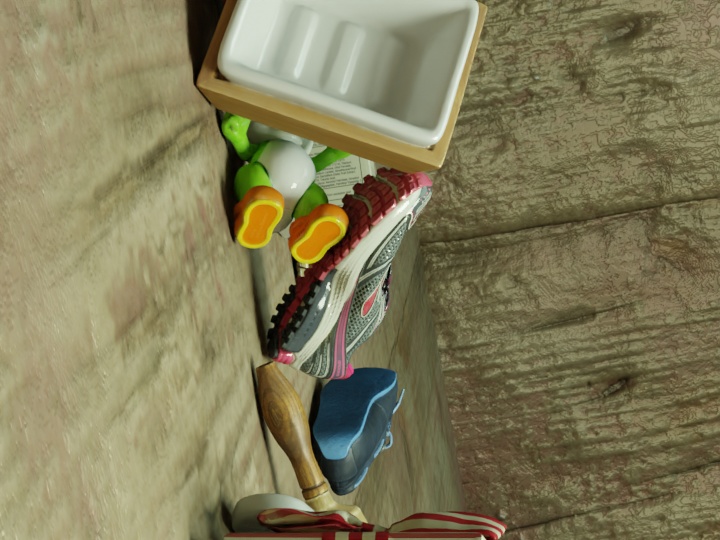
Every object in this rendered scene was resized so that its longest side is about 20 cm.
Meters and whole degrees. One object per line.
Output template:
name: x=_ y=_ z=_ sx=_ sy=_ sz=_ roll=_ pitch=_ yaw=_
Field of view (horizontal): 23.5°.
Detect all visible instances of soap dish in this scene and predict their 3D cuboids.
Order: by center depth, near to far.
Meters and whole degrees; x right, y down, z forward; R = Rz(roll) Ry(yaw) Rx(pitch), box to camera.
soap dish: x=-0.014 y=-0.171 z=1.373 sx=0.081 sy=0.200 sz=0.158 roll=115 pitch=-7 yaw=-65

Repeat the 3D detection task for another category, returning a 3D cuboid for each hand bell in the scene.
hand bell: x=-0.039 y=0.167 z=1.372 sx=0.104 sy=0.104 sz=0.200 roll=-53 pitch=121 yaw=-82

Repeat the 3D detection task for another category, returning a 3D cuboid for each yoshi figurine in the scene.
yoshi figurine: x=-0.057 y=-0.107 z=1.434 sx=0.200 sy=0.112 sz=0.112 roll=-97 pitch=168 yaw=-49

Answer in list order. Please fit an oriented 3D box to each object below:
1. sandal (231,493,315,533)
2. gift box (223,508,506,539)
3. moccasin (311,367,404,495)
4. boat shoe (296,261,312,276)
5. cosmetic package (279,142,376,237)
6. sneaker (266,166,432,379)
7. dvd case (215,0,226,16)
sandal: x=-0.034 y=0.196 z=1.246 sx=0.203 sy=0.082 sz=0.050 roll=68 pitch=26 yaw=-59
gift box: x=0.001 y=0.248 z=1.111 sx=0.200 sy=0.184 sz=0.187 roll=73 pitch=18 yaw=-74
moccasin: x=-0.011 y=0.153 z=1.671 sx=0.200 sy=0.080 sz=0.068 roll=-48 pitch=135 yaw=-64
boat shoe: x=-0.029 y=-0.013 z=1.710 sx=0.072 sy=0.067 sz=0.200 roll=-77 pitch=157 yaw=-75
cosmetic package: x=-0.043 y=-0.140 z=1.619 sx=0.087 sy=0.103 sz=0.200 roll=57 pitch=26 yaw=-79
sneaker: x=0.000 y=0.000 z=1.427 sx=0.200 sy=0.075 sz=0.081 roll=-56 pitch=-157 yaw=21
dvd case: x=-0.032 y=-0.244 z=1.432 sx=0.146 sy=0.200 sz=0.022 roll=74 pitch=26 yaw=-44
